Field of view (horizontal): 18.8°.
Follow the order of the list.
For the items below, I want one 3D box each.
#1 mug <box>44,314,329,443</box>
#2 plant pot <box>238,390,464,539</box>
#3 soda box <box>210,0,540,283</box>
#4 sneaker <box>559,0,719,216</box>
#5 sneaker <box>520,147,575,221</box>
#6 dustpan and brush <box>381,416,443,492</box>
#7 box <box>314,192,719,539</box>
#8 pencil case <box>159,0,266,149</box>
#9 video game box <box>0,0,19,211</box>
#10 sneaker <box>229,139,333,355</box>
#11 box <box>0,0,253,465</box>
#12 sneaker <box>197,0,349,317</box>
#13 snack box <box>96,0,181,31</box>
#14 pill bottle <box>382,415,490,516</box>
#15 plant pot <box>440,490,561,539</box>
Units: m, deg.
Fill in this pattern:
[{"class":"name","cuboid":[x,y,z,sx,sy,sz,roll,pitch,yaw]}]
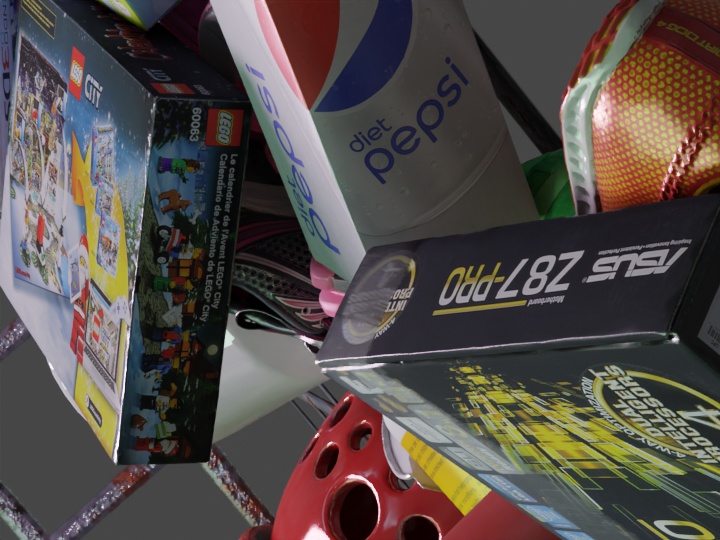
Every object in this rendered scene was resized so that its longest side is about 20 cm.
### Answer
[{"class":"mug","cuboid":[-0.054,-0.002,1.125,0.153,0.187,0.150,-19,112,50]},{"class":"plant pot","cuboid":[0.037,0.163,1.235,0.200,0.182,0.200,44,-171,-9]},{"class":"soda box","cuboid":[-0.011,-0.093,0.701,0.068,0.063,0.201,34,148,63]},{"class":"sneaker","cuboid":[0.104,-0.006,0.626,0.077,0.073,0.200,35,170,23]},{"class":"sneaker","cuboid":[0.084,-0.002,0.804,0.200,0.074,0.084,103,143,-78]},{"class":"dustpan and brush","cuboid":[0.068,0.064,1.135,0.139,0.057,0.201,14,-138,-19]},{"class":"box","cuboid":[0.108,0.055,0.632,0.200,0.049,0.161,37,159,-27]},{"class":"pencil case","cuboid":[-0.047,-0.082,0.937,0.094,0.091,0.200,38,160,13]},{"class":"video game box","cuboid":[-0.192,-0.131,1.206,0.200,0.047,0.183,-46,-44,-79]},{"class":"sneaker","cuboid":[0.000,0.000,0.917,0.199,0.075,0.081,7,159,-6]},{"class":"box","cuboid":[-0.097,-0.027,0.845,0.200,0.037,0.137,-137,52,-60]},{"class":"sneaker","cuboid":[0.018,-0.042,0.837,0.079,0.095,0.201,13,137,45]},{"class":"snack box","cuboid":[-0.142,-0.192,0.844,0.169,0.068,0.200,51,171,-29]},{"class":"pill bottle","cuboid":[0.081,0.073,1.004,0.200,0.104,0.104,47,172,11]},{"class":"plant pot","cuboid":[0.110,0.150,0.851,0.200,0.178,0.201,34,166,10]}]
